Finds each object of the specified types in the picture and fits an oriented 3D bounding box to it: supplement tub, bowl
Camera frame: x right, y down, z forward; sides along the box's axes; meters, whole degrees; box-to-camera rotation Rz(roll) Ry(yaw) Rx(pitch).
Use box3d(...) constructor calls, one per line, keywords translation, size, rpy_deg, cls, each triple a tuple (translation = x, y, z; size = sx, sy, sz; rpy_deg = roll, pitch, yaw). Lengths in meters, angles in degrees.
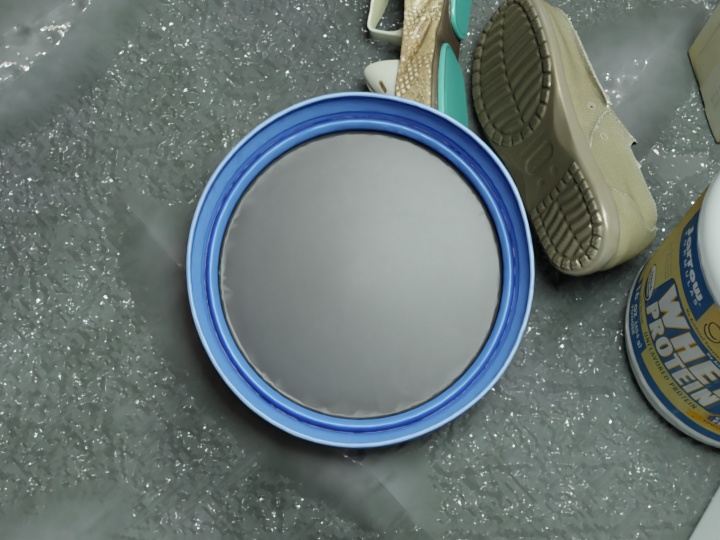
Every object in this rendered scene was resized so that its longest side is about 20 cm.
box3d(translation=(0.242, 0.008, 0.920), size=(0.143, 0.200, 0.146), rpy_deg=(3, 67, -8), cls="supplement tub")
box3d(translation=(0.000, 0.000, 0.940), size=(0.198, 0.039, 0.203), rpy_deg=(0, 84, 0), cls="bowl")

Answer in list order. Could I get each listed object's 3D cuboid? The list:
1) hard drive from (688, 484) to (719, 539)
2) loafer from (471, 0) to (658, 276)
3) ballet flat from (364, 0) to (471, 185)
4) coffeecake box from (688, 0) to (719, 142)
box3d(translation=(0.200, 0.179, 0.879), size=(0.026, 0.132, 0.201), rpy_deg=(40, 66, -10), cls="hard drive")
box3d(translation=(0.126, -0.083, 1.011), size=(0.068, 0.076, 0.202), rpy_deg=(9, 56, -39), cls="loafer")
box3d(translation=(0.036, -0.138, 1.030), size=(0.065, 0.071, 0.202), rpy_deg=(-4, 63, 17), cls="ballet flat")
box3d(translation=(0.329, -0.158, 1.029), size=(0.198, 0.154, 0.074), rpy_deg=(-8, 69, -12), cls="coffeecake box")
